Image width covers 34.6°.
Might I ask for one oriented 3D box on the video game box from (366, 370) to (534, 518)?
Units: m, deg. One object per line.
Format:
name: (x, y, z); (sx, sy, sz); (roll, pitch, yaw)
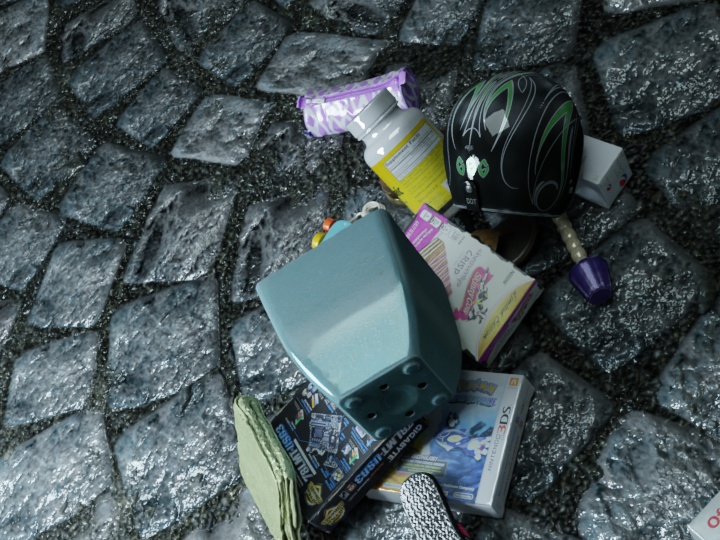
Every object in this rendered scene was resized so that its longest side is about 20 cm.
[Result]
video game box: (0.112, 0.219, 1.515); (0.199, 0.047, 0.183); (1, 58, 31)

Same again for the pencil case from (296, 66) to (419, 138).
pencil case: (-0.002, -0.276, 1.888); (0.199, 0.086, 0.084); (-11, 56, 22)

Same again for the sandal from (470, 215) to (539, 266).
sandal: (0.163, -0.025, 1.645); (0.199, 0.055, 0.082); (-24, 51, 13)

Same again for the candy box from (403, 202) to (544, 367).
candy box: (0.131, 0.019, 1.583); (0.200, 0.061, 0.137); (36, 92, 25)

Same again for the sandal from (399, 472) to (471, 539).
sandal: (0.109, 0.343, 1.426); (0.075, 0.045, 0.201); (-32, 60, 20)

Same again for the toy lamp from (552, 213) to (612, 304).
toy lamp: (0.291, -0.039, 1.582); (0.058, 0.058, 0.201); (-28, 51, 10)

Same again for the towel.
towel: (-0.122, 0.271, 1.543); (0.036, 0.149, 0.200); (-14, 33, -20)

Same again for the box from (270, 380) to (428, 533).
box: (-0.027, 0.214, 1.554); (0.199, 0.050, 0.200); (-49, 37, 6)

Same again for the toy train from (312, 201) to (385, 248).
toy train: (0.000, 0.000, 1.724); (0.149, 0.056, 0.201); (-15, 54, 14)

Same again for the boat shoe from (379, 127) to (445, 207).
boat shoe: (0.116, -0.177, 1.765); (0.199, 0.068, 0.072); (-35, 49, 4)

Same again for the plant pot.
plant pot: (0.016, 0.088, 1.436); (0.195, 0.196, 0.201); (-31, 47, 10)

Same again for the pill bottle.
pill bottle: (0.076, -0.165, 1.683); (0.111, 0.200, 0.111); (-43, 7, 6)

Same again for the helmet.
helmet: (0.207, -0.174, 1.566); (0.199, 0.199, 0.192); (10, 97, 33)

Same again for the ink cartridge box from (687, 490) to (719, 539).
ink cartridge box: (0.470, 0.299, 1.194); (0.145, 0.145, 0.200); (-44, 49, -4)

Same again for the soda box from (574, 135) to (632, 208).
soda box: (0.286, -0.162, 1.663); (0.199, 0.064, 0.068); (27, 74, 39)
